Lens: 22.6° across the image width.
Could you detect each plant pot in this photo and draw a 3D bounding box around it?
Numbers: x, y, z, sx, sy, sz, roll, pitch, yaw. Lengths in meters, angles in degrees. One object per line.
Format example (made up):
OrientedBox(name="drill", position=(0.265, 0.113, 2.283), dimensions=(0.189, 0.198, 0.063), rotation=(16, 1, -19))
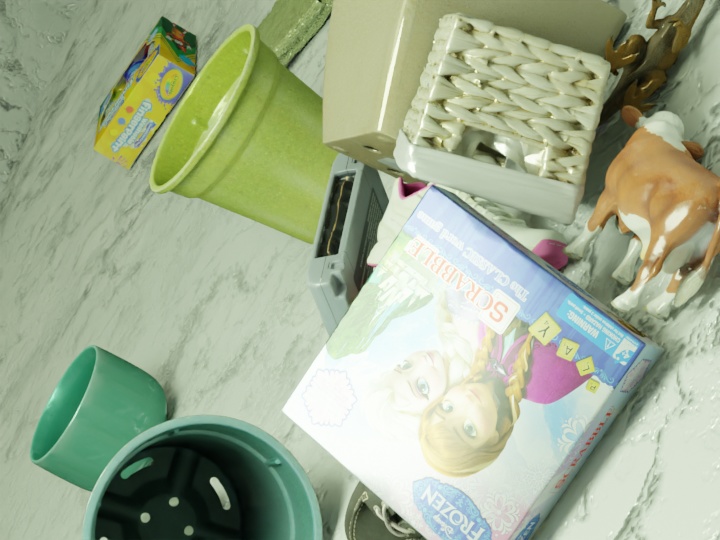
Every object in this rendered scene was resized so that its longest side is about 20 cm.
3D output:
OrientedBox(name="plant pot", position=(-0.152, 0.225, 1.566), dimensions=(0.200, 0.200, 0.196), rotation=(-64, 11, -11))
OrientedBox(name="plant pot", position=(0.076, -0.167, 1.551), dimensions=(0.200, 0.200, 0.177), rotation=(-4, 65, 68))
OrientedBox(name="plant pot", position=(-0.092, -0.125, 1.896), dimensions=(0.200, 0.184, 0.200), rotation=(-49, 21, 27))

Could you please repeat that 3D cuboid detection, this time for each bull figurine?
OrientedBox(name="bull figurine", position=(0.202, -0.042, 1.245), dimensions=(0.122, 0.065, 0.200), rotation=(-63, 13, 12))

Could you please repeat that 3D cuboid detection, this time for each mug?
OrientedBox(name="mug", position=(-0.293, 0.172, 2.069), dimensions=(0.152, 0.114, 0.185), rotation=(-58, 19, 7))

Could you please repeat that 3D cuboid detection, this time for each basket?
OrientedBox(name="basket", position=(0.107, -0.120, 1.361), dimensions=(0.200, 0.135, 0.124), rotation=(-92, 19, -81))

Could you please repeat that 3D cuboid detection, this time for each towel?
OrientedBox(name="towel", position=(-0.088, -0.333, 2.402), dimensions=(0.200, 0.036, 0.148), rotation=(-46, 25, 33))

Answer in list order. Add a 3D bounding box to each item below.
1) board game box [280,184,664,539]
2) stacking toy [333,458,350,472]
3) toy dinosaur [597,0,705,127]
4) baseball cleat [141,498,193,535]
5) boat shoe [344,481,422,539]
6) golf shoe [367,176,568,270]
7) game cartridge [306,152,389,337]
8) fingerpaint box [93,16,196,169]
OrientedBox(name="board game box", position=(0.072, 0.077, 1.245), dimensions=(0.200, 0.041, 0.200), rotation=(38, 100, 28))
OrientedBox(name="stacking toy", position=(0.031, 0.075, 1.484), dimensions=(0.085, 0.085, 0.200), rotation=(-43, 21, 40))
OrientedBox(name="toy dinosaur", position=(0.217, -0.152, 1.403), dimensions=(0.200, 0.060, 0.106), rotation=(-51, -10, 32))
OrientedBox(name="baseball cleat", position=(-0.214, 0.259, 1.820), dimensions=(0.200, 0.070, 0.106), rotation=(-49, 23, 26))
OrientedBox(name="boat shoe", position=(0.050, 0.152, 1.325), dimensions=(0.200, 0.067, 0.057), rotation=(-46, 7, 27))
OrientedBox(name="golf shoe", position=(0.084, -0.036, 1.437), dimensions=(0.200, 0.075, 0.092), rotation=(2, 81, 46))
OrientedBox(name="game cartridge", position=(0.000, 0.000, 1.582), dimensions=(0.041, 0.133, 0.200), rotation=(-7, 36, 14))
OrientedBox(name="fingerpaint box", position=(-0.349, -0.289, 2.918), dimensions=(0.200, 0.073, 0.167), rotation=(-52, 21, 22))
